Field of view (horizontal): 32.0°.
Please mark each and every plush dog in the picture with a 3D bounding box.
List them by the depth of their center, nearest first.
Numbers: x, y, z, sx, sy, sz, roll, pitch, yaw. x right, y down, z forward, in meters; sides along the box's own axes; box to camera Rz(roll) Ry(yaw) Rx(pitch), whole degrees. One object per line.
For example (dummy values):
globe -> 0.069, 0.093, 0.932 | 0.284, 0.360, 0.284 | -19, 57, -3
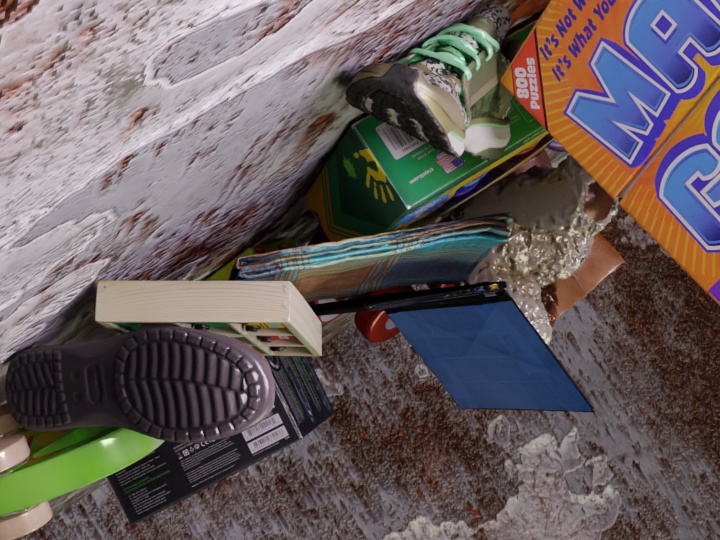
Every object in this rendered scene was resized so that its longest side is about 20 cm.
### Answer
plush dog -> 0.149, -0.031, 1.120 | 0.171, 0.160, 0.201 | 1, 118, -57

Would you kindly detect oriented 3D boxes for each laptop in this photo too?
laptop -> 0.048, 0.074, 1.022 | 0.199, 0.117, 0.187 | -8, 179, -31

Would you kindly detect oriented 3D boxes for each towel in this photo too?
towel -> 0.000, 0.000, 0.920 | 0.199, 0.022, 0.147 | -10, 168, -13

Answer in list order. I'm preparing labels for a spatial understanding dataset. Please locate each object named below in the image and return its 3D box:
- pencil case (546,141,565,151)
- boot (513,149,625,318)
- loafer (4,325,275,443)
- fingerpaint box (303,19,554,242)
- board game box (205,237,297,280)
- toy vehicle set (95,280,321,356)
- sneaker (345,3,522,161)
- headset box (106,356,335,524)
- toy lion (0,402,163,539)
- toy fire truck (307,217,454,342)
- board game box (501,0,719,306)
pencil case -> 0.189, -0.151, 1.071 | 0.085, 0.084, 0.200 | -2, 179, 1
boot -> 0.142, -0.030, 1.291 | 0.188, 0.200, 0.068 | -34, 176, -2
loafer -> -0.139, 0.070, 0.829 | 0.199, 0.073, 0.071 | 1, -178, 25
fingerpaint box -> 0.072, -0.095, 0.927 | 0.200, 0.074, 0.167 | -32, 175, -20
board game box -> -0.141, 0.049, 1.102 | 0.200, 0.048, 0.102 | -35, 175, 18
toy vehicle set -> -0.098, 0.036, 0.877 | 0.124, 0.027, 0.200 | 0, 170, 4
sneaker -> 0.052, -0.119, 0.734 | 0.089, 0.077, 0.200 | -67, 166, 11
headset box -> -0.129, 0.140, 1.161 | 0.174, 0.093, 0.200 | -27, 177, 8
toy lion -> -0.187, 0.115, 0.940 | 0.191, 0.069, 0.200 | -20, -171, -6
toy fire truck -> 0.030, -0.038, 1.163 | 0.200, 0.112, 0.168 | -31, 149, -18
board game box -> 0.245, -0.134, 0.696 | 0.199, 0.200, 0.200 | -30, 161, -39
